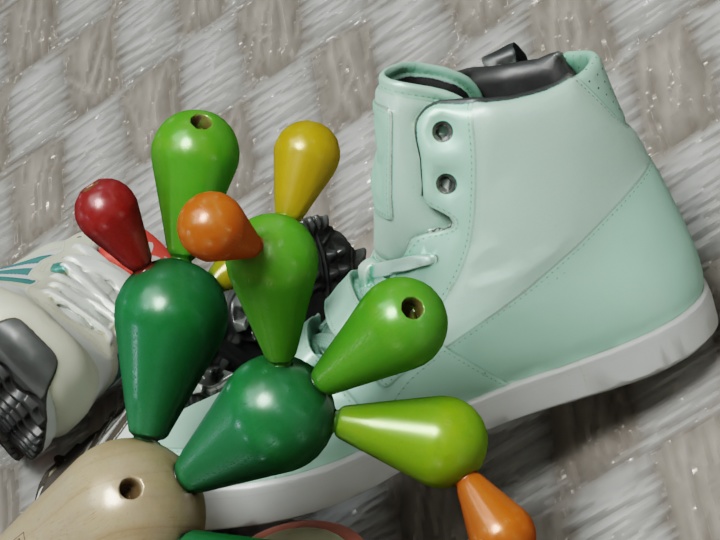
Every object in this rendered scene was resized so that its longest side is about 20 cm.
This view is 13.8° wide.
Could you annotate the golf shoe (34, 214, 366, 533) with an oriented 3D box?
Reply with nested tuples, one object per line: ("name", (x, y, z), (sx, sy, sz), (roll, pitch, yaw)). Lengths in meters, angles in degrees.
("golf shoe", (-0.069, 0.064, 1.019), (0.094, 0.078, 0.201), (4, 55, 49))

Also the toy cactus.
("toy cactus", (-0.043, 0.056, 0.855), (0.165, 0.102, 0.201), (-34, 76, 24))

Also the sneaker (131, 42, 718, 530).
("sneaker", (0.000, 0.000, 0.929), (0.199, 0.119, 0.074), (-22, 17, 0))

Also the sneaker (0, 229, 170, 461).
("sneaker", (-0.108, 0.014, 1.069), (0.093, 0.070, 0.200), (-44, 1, -10))

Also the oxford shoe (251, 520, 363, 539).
("oxford shoe", (-0.022, 0.170, 0.863), (0.070, 0.074, 0.201), (0, 45, 19))
